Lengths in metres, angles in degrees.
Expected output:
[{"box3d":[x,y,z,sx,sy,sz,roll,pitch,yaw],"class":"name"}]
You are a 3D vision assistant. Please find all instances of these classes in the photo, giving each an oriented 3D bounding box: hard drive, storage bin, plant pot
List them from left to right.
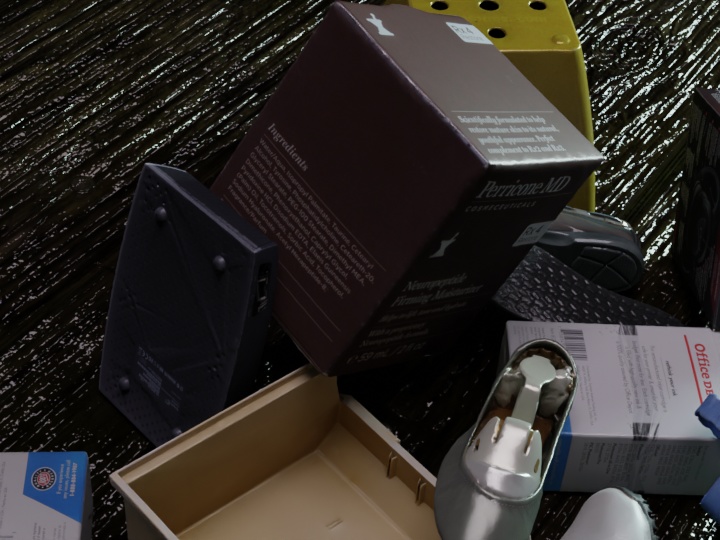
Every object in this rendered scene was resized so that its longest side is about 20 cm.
[{"box3d":[-0.122,0.036,1.023,0.042,0.200,0.135,-17,44,-43],"class":"hard drive"},{"box3d":[-0.023,0.177,0.948,0.198,0.094,0.200,-29,51,-31],"class":"storage bin"},{"box3d":[0.102,-0.156,1.263,0.199,0.177,0.200,-1,43,-6],"class":"plant pot"}]

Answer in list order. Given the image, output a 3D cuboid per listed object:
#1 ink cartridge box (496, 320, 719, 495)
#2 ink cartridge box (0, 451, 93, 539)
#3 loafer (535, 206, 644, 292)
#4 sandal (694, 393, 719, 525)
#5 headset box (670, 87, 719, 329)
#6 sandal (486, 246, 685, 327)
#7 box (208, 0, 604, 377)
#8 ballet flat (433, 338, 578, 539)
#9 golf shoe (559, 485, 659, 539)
[{"box3d":[0.206,0.102,1.069,0.199,0.068,0.116,2,43,-2],"class":"ink cartridge box"},{"box3d":[-0.279,0.182,0.939,0.199,0.067,0.116,0,42,-5],"class":"ink cartridge box"},{"box3d":[0.138,-0.031,1.212,0.200,0.072,0.063,14,38,-3],"class":"loafer"},{"box3d":[0.269,0.157,0.969,0.087,0.080,0.201,0,74,9],"class":"sandal"},{"box3d":[0.306,-0.048,1.135,0.077,0.149,0.200,3,19,-1],"class":"headset box"},{"box3d":[0.164,0.038,1.149,0.200,0.048,0.075,26,48,-1],"class":"sandal"},{"box3d":[0.024,-0.058,1.021,0.164,0.200,0.166,50,30,22],"class":"box"},{"box3d":[0.096,0.107,0.930,0.067,0.064,0.200,21,33,8],"class":"ballet flat"},{"box3d":[0.118,0.205,0.887,0.078,0.094,0.200,-12,41,49],"class":"golf shoe"}]
